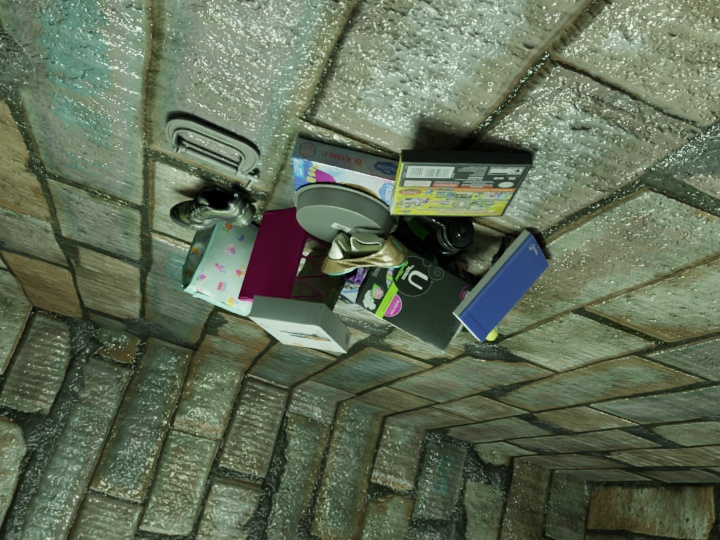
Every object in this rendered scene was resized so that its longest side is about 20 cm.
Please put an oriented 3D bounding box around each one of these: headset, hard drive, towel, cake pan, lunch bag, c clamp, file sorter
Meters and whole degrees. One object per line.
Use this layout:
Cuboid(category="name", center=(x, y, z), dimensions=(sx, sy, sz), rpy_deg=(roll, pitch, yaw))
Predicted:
Cuboid(category="headset", center=(0.178, -0.071, 1.255), dimensions=(0.199, 0.094, 0.124), rpy_deg=(30, 164, 4))
Cuboid(category="hard drive", center=(0.267, 0.033, 1.265), dimensions=(0.025, 0.200, 0.132), rpy_deg=(41, 179, 38))
Cuboid(category="towel", center=(-0.094, 0.030, 1.488), dimensions=(0.147, 0.201, 0.037), rpy_deg=(-4, 137, 39))
Cuboid(category="cake pan", center=(-0.031, -0.093, 1.238), dimensions=(0.198, 0.037, 0.201), rpy_deg=(13, 160, 5))
Cuboid(category="lunch bag", center=(-0.298, -0.015, 1.506), dimensions=(0.170, 0.202, 0.121), rpy_deg=(29, 155, -35))
Cuboid(category="c clamp", center=(-0.268, -0.211, 1.233), dimensions=(0.199, 0.027, 0.170), rpy_deg=(24, 158, -22))
Cuboid(category="file sorter", center=(-0.141, -0.011, 1.410), dimensions=(0.138, 0.202, 0.125), rpy_deg=(-3, 154, 38))

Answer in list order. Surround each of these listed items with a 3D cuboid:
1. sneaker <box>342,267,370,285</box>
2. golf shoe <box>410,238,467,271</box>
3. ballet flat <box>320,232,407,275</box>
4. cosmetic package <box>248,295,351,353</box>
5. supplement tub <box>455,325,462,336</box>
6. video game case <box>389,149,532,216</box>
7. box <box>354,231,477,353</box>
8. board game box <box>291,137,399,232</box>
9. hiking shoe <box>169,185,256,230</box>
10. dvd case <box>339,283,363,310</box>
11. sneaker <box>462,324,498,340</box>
Cuboid(category="sneaker", center=(0.000, 0.000, 1.440), dimensions=(0.080, 0.089, 0.201), rpy_deg=(21, 153, 32))
Cuboid(category="golf shoe", center=(0.127, -0.003, 1.399), dimensions=(0.198, 0.093, 0.073), rpy_deg=(21, 159, -9))
Cuboid(category="ballet flat", center=(-0.006, -0.037, 1.235), dimensions=(0.199, 0.068, 0.073), rpy_deg=(-3, 134, 40))
Cuboid(category="cosmetic package", center=(-0.117, 0.111, 1.360), dimensions=(0.149, 0.052, 0.200), rpy_deg=(8, 161, 18))
Cuboid(category="supplement tub", center=(0.139, 0.079, 1.554), dimensions=(0.199, 0.124, 0.122), rpy_deg=(29, 155, -33))
Cuboid(category="video game case", center=(0.153, -0.136, 1.078), dimensions=(0.198, 0.026, 0.181), rpy_deg=(1, 159, -3))
Cuboid(category="box", center=(0.111, 0.038, 1.319), dimensions=(0.199, 0.149, 0.124), rpy_deg=(29, -167, -4))
Cuboid(category="board game box", center=(-0.019, -0.147, 1.203), dimensions=(0.197, 0.042, 0.200), rpy_deg=(14, 160, 3))
Cuboid(category="hiking shoe", center=(-0.320, -0.141, 1.403), dimensions=(0.198, 0.076, 0.101), rpy_deg=(-3, 146, 19))
Cuboid(category="dvd case", center=(-0.021, 0.050, 1.668), dimensions=(0.142, 0.018, 0.199), rpy_deg=(-7, 149, 43))
Cuboid(category="sneaker", center=(0.214, 0.089, 1.469), dimensions=(0.200, 0.090, 0.078), rpy_deg=(43, 160, 8))
